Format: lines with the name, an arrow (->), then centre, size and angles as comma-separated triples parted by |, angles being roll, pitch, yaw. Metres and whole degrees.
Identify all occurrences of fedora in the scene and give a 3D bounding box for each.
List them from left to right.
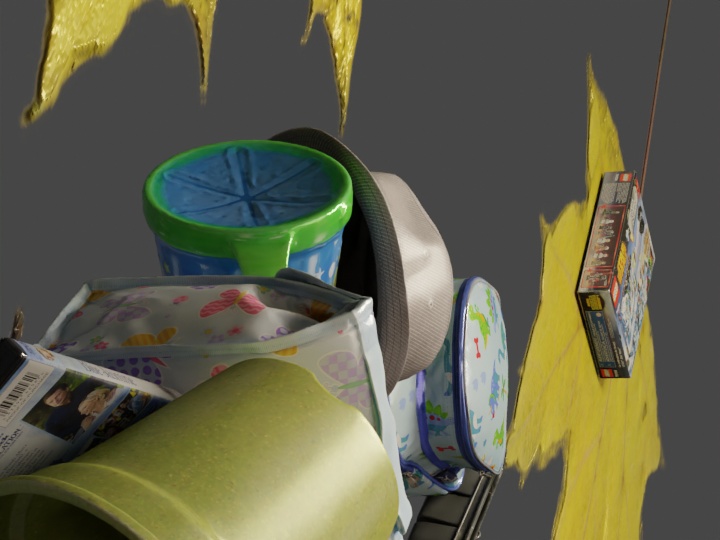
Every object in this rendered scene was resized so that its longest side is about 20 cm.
fedora -> 0.000, 0.000, 1.584 | 0.090, 0.177, 0.201 | -7, 80, -38

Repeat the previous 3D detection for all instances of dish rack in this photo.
dish rack -> 0.059, 0.248, 1.857 | 0.154, 0.054, 0.201 | -59, 164, -52

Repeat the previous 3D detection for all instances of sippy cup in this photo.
sippy cup -> -0.072, 0.001, 1.505 | 0.178, 0.139, 0.131 | -45, 142, -52

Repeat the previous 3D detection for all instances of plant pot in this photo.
plant pot -> -0.082, 0.145, 1.209 | 0.184, 0.200, 0.201 | -41, 128, -42

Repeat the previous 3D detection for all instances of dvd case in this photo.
dvd case -> -0.179, 0.107, 1.216 | 0.143, 0.018, 0.200 | -49, 158, 6

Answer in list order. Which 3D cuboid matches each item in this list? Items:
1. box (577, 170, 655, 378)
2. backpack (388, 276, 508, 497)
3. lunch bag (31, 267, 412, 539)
box -> 0.290, 0.004, 2.612 | 0.201, 0.040, 0.137 | -71, 153, -44
backpack -> 0.030, 0.072, 1.733 | 0.200, 0.146, 0.184 | 29, 60, -66
lunch bag -> -0.073, 0.094, 1.371 | 0.127, 0.199, 0.170 | -55, 137, -59
